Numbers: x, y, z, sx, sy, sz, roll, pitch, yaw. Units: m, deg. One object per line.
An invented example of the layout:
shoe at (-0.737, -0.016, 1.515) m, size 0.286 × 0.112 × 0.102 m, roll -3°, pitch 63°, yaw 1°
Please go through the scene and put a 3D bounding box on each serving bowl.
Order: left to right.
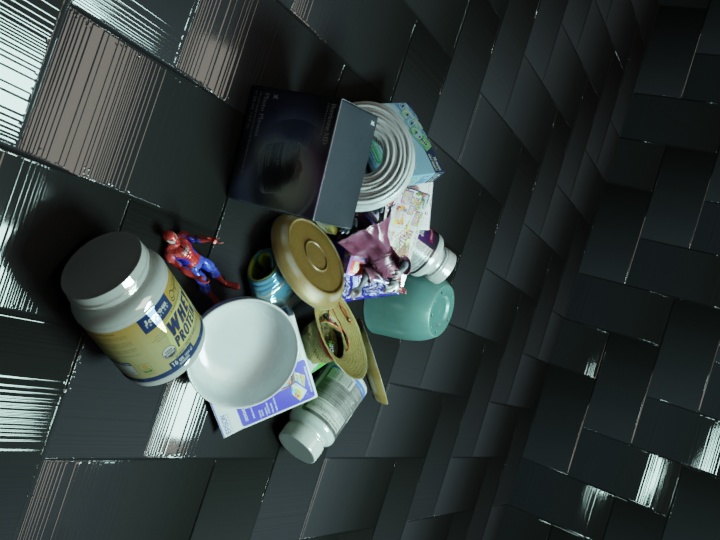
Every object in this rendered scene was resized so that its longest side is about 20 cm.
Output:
serving bowl at (-0.209, 0.133, 1.306) m, size 0.198 × 0.066 × 0.203 m, roll -8°, pitch 111°, yaw -20°

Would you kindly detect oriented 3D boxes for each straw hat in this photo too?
straw hat at (-0.070, 0.134, 1.458) m, size 0.202 × 0.084 × 0.202 m, roll 53°, pitch 22°, yaw -31°

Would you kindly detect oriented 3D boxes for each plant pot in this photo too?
plant pot at (-0.091, -0.023, 1.421) m, size 0.200 × 0.027 × 0.202 m, roll 41°, pitch 34°, yaw -35°
plant pot at (0.017, 0.206, 1.689) m, size 0.027 × 0.201 × 0.202 m, roll -17°, pitch 131°, yaw -3°
plant pot at (0.127, 0.075, 1.801) m, size 0.200 × 0.160 × 0.203 m, roll -30°, pitch 127°, yaw -48°

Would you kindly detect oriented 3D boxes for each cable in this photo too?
cable at (0.001, -0.209, 1.374) m, size 0.069 × 0.197 × 0.203 m, roll 67°, pitch 10°, yaw -83°

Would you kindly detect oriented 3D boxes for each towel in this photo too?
towel at (0.000, 0.000, 1.579) m, size 0.198 × 0.050 × 0.149 m, roll -9°, pitch 117°, yaw -20°

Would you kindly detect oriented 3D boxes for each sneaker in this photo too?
sneaker at (-0.136, -0.008, 1.424) m, size 0.200 × 0.079 × 0.132 m, roll -48°, pitch 141°, yaw -37°

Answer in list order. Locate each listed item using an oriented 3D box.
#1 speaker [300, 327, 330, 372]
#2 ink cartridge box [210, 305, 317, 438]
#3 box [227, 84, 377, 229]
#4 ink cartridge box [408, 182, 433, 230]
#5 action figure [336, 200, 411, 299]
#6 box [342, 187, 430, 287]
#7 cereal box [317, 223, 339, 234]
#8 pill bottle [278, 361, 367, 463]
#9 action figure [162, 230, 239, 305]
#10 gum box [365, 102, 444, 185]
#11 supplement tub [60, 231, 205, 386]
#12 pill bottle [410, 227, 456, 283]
speaker at (-0.095, 0.160, 1.557) m, size 0.199 × 0.088 × 0.090 m, roll -30°, pitch 128°, yaw -49°
ink cartridge box at (-0.195, 0.189, 1.402) m, size 0.198 × 0.043 × 0.200 m, roll -22°, pitch 121°, yaw -15°
box at (-0.099, -0.194, 1.282) m, size 0.123 × 0.197 × 0.203 m, roll 8°, pitch 97°, yaw -58°
ink cartridge box at (0.055, -0.147, 1.564) m, size 0.198 × 0.042 × 0.121 m, roll -1°, pitch 102°, yaw -25°
action figure at (0.036, -0.033, 1.484) m, size 0.201 × 0.133 × 0.150 m, roll 57°, pitch 38°, yaw -34°
box at (0.050, -0.078, 1.534) m, size 0.135 × 0.039 × 0.202 m, roll 13°, pitch 98°, yaw -24°
cereal box at (-0.070, -0.184, 1.483) m, size 0.145 × 0.039 × 0.200 m, roll -64°, pitch 147°, yaw -19°
pill bottle at (-0.081, 0.303, 1.617) m, size 0.200 × 0.113 × 0.115 m, roll -52°, pitch 142°, yaw -31°
action figure at (-0.248, -0.002, 1.235) m, size 0.066 × 0.098 × 0.200 m, roll -62°, pitch 144°, yaw -20°
gum box at (0.056, -0.250, 1.502) m, size 0.199 × 0.044 × 0.171 m, roll -14°, pitch 74°, yaw -42°
supplement tub at (-0.325, 0.056, 1.088) m, size 0.145 × 0.143 × 0.201 m, roll -55°, pitch 144°, yaw -28°
pill bottle at (0.115, -0.058, 1.682) m, size 0.199 × 0.111 × 0.112 m, roll 35°, pitch 70°, yaw -20°
